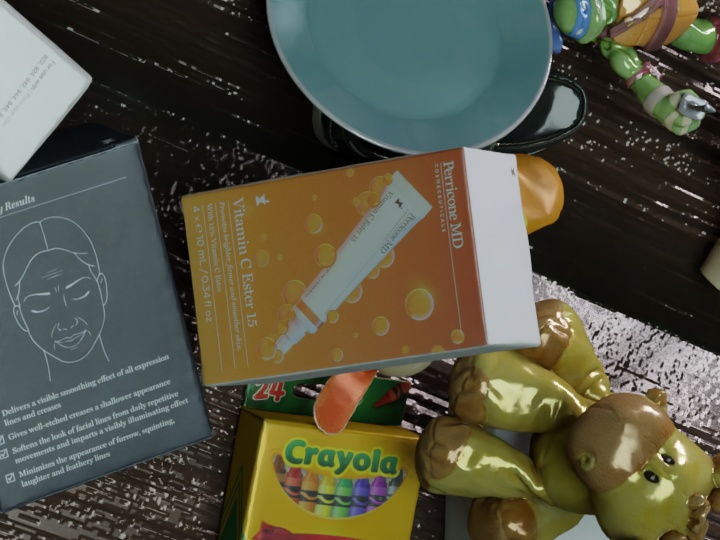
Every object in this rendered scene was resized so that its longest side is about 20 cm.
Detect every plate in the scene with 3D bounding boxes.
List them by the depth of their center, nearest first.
[{"bbox_3d":[0.031,-0.162,1.623,0.199,0.026,0.202,7,65,-15],"label":"plate"}]

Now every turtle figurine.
[{"bbox_3d":[0.239,-0.172,1.665,0.193,0.199,0.145,-12,82,-42],"label":"turtle figurine"}]

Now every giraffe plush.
[{"bbox_3d":[0.158,0.128,1.596,0.199,0.162,0.173,31,85,-25],"label":"giraffe plush"}]

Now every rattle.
[{"bbox_3d":[0.041,0.009,1.667,0.129,0.143,0.201,26,109,0],"label":"rattle"}]

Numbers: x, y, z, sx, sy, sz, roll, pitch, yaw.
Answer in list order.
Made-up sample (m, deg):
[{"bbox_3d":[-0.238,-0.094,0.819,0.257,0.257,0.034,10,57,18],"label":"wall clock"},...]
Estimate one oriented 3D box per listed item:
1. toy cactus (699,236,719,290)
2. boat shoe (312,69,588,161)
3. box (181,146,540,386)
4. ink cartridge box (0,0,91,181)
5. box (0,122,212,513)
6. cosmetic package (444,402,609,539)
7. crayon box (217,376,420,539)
[{"bbox_3d":[0.315,-0.046,1.763,0.165,0.102,0.200,-49,141,12],"label":"toy cactus"},{"bbox_3d":[0.070,-0.102,1.665,0.198,0.068,0.072,-4,98,-24],"label":"boat shoe"},{"bbox_3d":[0.000,0.000,1.560,0.097,0.199,0.125,2,79,-66],"label":"box"},{"bbox_3d":[-0.273,-0.150,1.465,0.200,0.145,0.084,41,82,-23],"label":"ink cartridge box"},{"bbox_3d":[-0.197,0.027,1.548,0.147,0.107,0.202,-18,106,-19],"label":"box"},{"bbox_3d":[0.121,0.184,1.725,0.112,0.081,0.202,0,99,-23],"label":"cosmetic package"},{"bbox_3d":[-0.030,0.169,1.673,0.126,0.051,0.202,8,95,-24],"label":"crayon box"}]
